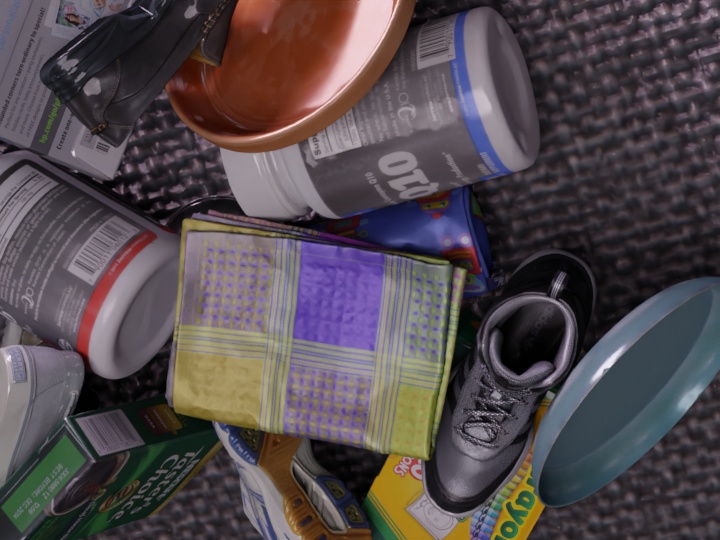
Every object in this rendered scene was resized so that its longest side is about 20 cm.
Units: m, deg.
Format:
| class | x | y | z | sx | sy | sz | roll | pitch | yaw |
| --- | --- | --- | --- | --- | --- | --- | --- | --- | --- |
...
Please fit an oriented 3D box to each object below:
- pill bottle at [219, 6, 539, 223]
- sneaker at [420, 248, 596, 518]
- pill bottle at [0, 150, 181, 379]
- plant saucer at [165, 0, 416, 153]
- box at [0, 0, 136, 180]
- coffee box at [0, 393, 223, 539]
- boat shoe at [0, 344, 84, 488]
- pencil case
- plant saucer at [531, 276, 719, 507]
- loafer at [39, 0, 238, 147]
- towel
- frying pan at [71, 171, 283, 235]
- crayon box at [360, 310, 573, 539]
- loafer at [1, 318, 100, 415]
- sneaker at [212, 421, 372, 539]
| class | x | y | z | sx | sy | sz | roll | pitch | yaw |
| --- | --- | --- | --- | --- | --- | --- | --- | --- | --- |
| pill bottle | 0.011 | -0.100 | 1.347 | 0.199 | 0.114 | 0.114 | -15 | 104 | 20 |
| sneaker | 0.092 | 0.079 | 1.323 | 0.075 | 0.114 | 0.201 | 27 | 97 | 6 |
| pill bottle | -0.228 | -0.016 | 1.430 | 0.200 | 0.116 | 0.116 | 30 | 114 | 19 |
| plant saucer | -0.045 | -0.168 | 1.320 | 0.200 | 0.201 | 0.032 | -26 | 143 | 22 |
| box | -0.232 | -0.168 | 1.324 | 0.199 | 0.041 | 0.156 | 22 | 84 | -20 |
| coffee box | -0.179 | 0.145 | 1.438 | 0.123 | 0.200 | 0.044 | -46 | 74 | 22 |
| boat shoe | -0.238 | 0.122 | 1.422 | 0.071 | 0.070 | 0.201 | -1 | 146 | -22 |
| pencil case | 0.000 | 0.000 | 1.392 | 0.199 | 0.078 | 0.087 | -16 | 131 | 10 |
| plant saucer | 0.183 | 0.077 | 1.329 | 0.027 | 0.200 | 0.200 | 45 | 116 | 25 |
| loafer | -0.115 | -0.164 | 1.310 | 0.200 | 0.073 | 0.072 | -39 | 105 | -5 |
| towel | -0.036 | 0.045 | 1.341 | 0.199 | 0.023 | 0.144 | 11 | 97 | 14 |
| frying pan | -0.124 | -0.027 | 1.458 | 0.115 | 0.031 | 0.190 | -38 | 99 | 23 |
| crayon box | 0.081 | 0.145 | 1.443 | 0.118 | 0.058 | 0.201 | 28 | 113 | 5 |
| loafer | -0.241 | 0.114 | 1.511 | 0.069 | 0.075 | 0.201 | 15 | 112 | 15 |
| sneaker | -0.071 | 0.143 | 1.451 | 0.201 | 0.075 | 0.088 | 64 | 147 | 11 |
